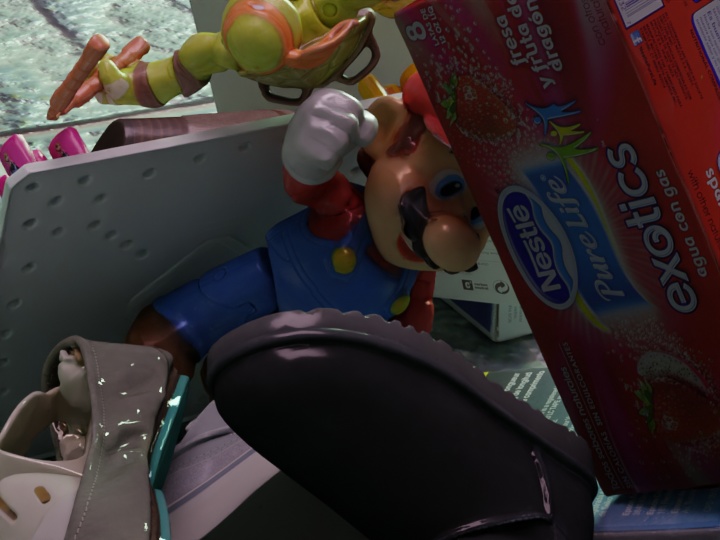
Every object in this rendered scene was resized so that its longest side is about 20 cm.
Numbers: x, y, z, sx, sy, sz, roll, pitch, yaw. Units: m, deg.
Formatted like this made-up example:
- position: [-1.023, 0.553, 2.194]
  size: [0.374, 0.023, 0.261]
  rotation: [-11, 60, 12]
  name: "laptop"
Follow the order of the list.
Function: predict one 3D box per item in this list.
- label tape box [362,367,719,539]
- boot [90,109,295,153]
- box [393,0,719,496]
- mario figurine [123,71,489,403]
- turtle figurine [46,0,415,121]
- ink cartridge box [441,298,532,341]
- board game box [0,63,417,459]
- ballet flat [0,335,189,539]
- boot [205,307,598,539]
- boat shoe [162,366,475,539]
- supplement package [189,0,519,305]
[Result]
- position: [0.071, 0.095, 0.837]
  size: [0.200, 0.063, 0.144]
  rotation: [-5, 22, 25]
  name: "label tape box"
- position: [-0.080, -0.006, 0.979]
  size: [0.146, 0.200, 0.070]
  rotation: [12, 54, -32]
  name: "boot"
- position: [0.110, -0.030, 0.743]
  size: [0.095, 0.200, 0.100]
  rotation: [-14, 15, 47]
  name: "box"
- position: [0.000, 0.000, 0.816]
  size: [0.106, 0.200, 0.123]
  rotation: [57, 22, 17]
  name: "mario figurine"
- position: [-0.013, -0.103, 0.798]
  size: [0.200, 0.064, 0.161]
  rotation: [-28, 7, 22]
  name: "turtle figurine"
- position: [0.105, -0.038, 1.145]
  size: [0.200, 0.043, 0.196]
  rotation: [-14, 30, -26]
  name: "ink cartridge box"
- position: [-0.072, 0.000, 0.886]
  size: [0.200, 0.200, 0.026]
  rotation: [-13, 56, -28]
  name: "board game box"
- position: [-0.094, 0.080, 0.680]
  size: [0.064, 0.067, 0.200]
  rotation: [13, 21, -7]
  name: "ballet flat"
- position: [0.026, 0.122, 0.654]
  size: [0.165, 0.066, 0.200]
  rotation: [24, 45, -30]
  name: "boot"
- position: [-0.046, 0.078, 0.780]
  size: [0.201, 0.070, 0.072]
  rotation: [-31, 48, 6]
  name: "boat shoe"
- position: [0.025, -0.111, 1.025]
  size: [0.152, 0.200, 0.151]
  rotation: [6, 38, 25]
  name: "supplement package"
